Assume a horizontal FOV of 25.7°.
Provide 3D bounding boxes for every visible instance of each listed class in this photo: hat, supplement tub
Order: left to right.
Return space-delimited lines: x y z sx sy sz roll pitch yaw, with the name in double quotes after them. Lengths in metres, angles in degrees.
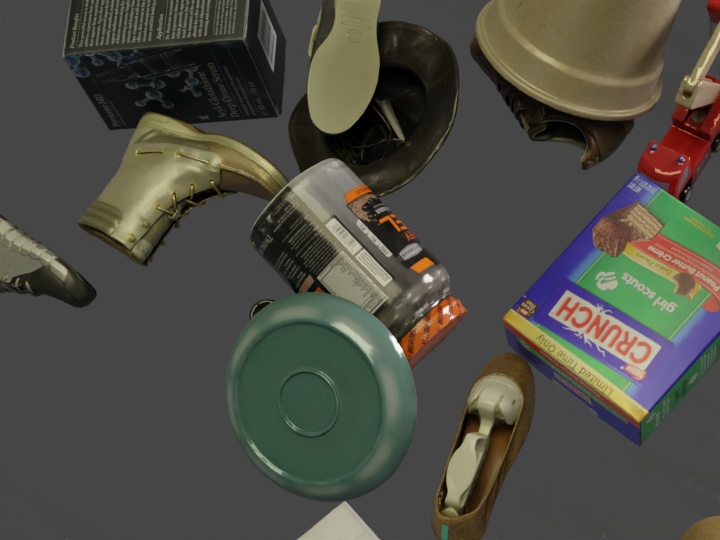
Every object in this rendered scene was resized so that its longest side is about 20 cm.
0.000 0.000 1.510 0.123 0.123 0.200 -42 81 -9 "supplement tub"
0.029 -0.150 1.621 0.200 0.081 0.201 -12 65 26 "hat"

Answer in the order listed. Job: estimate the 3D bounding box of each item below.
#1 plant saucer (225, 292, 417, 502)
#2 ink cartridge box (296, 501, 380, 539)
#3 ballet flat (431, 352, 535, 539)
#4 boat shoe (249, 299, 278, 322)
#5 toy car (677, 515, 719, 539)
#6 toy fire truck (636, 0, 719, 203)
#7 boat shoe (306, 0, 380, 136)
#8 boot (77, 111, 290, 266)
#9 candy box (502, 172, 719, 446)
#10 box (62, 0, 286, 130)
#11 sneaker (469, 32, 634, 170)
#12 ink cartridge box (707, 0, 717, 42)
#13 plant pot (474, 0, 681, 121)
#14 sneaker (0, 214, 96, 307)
-0.044 0.121 1.468 0.200 0.027 0.200 4 100 25 "plant saucer"
0.030 0.310 1.349 0.083 0.145 0.200 -39 62 -7 "ink cartridge box"
0.111 0.156 1.450 0.068 0.072 0.200 16 68 21 "ballet flat"
-0.037 0.102 1.519 0.200 0.060 0.076 35 76 26 "boat shoe"
0.315 0.265 1.309 0.158 0.164 0.200 23 59 23 "toy car"
0.330 -0.167 1.523 0.049 0.141 0.200 28 73 24 "toy fire truck"
-0.020 -0.225 1.595 0.071 0.063 0.200 13 73 -17 "boat shoe"
-0.183 -0.070 1.636 0.200 0.072 0.155 21 70 27 "boot"
0.260 0.035 1.474 0.169 0.077 0.200 38 78 26 "candy box"
-0.194 -0.238 1.679 0.200 0.148 0.107 -3 63 12 "box"
0.179 -0.176 1.605 0.200 0.070 0.076 34 77 26 "sneaker"
0.448 -0.330 1.576 0.200 0.145 0.147 -2 62 11 "ink cartridge box"
0.236 -0.278 1.531 0.200 0.184 0.201 13 42 -12 "plant pot"
-0.368 0.018 1.641 0.200 0.075 0.116 31 79 35 "sneaker"
